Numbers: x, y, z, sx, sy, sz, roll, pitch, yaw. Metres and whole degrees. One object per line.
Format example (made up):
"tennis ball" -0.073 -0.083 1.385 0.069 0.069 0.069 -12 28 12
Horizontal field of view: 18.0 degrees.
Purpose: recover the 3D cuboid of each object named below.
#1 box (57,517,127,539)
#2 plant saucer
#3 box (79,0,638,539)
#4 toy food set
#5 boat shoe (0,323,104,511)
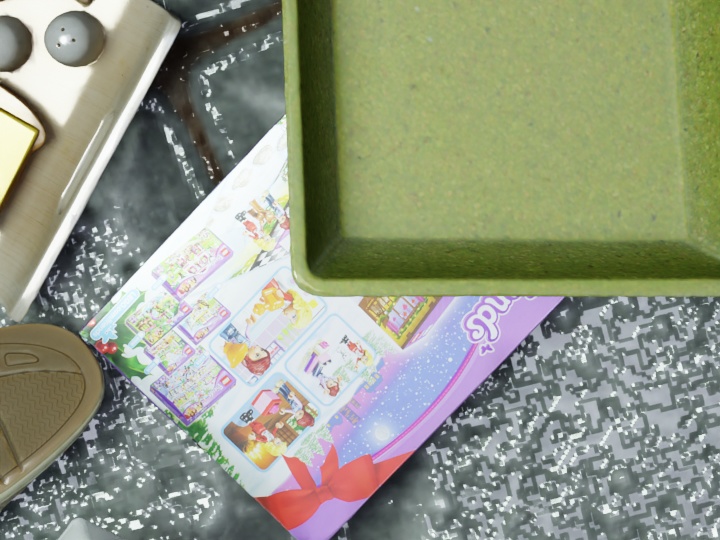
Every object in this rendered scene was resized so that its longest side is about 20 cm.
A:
"box" -0.084 0.241 0.900 0.199 0.131 0.200 35 98 -34
"plant saucer" 0.062 -0.085 0.898 0.199 0.048 0.201 0 80 -13
"box" 0.000 0.000 0.950 0.137 0.039 0.200 44 96 -3
"toy food set" -0.193 -0.086 0.933 0.200 0.060 0.144 29 97 -2
"boat shoe" -0.191 0.094 0.957 0.200 0.065 0.072 -37 71 -2
